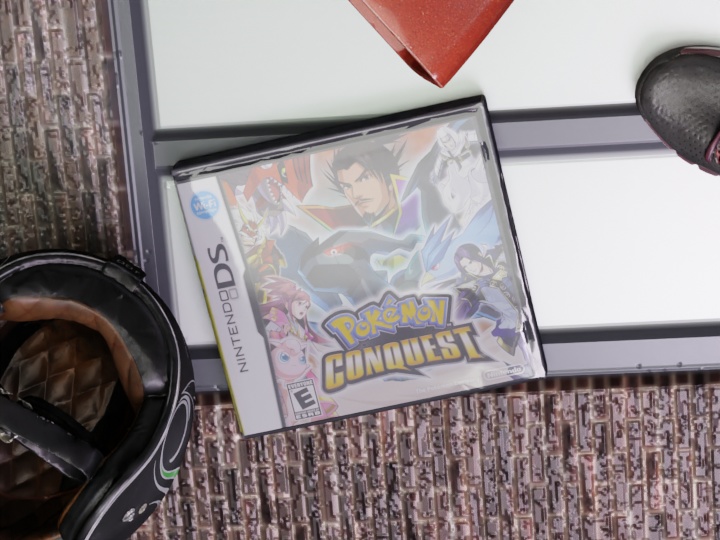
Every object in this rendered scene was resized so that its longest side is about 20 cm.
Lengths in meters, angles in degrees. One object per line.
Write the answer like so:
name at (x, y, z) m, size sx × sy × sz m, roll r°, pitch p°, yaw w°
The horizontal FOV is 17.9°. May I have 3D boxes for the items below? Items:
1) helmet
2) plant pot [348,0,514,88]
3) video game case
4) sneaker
helmet at (-0.194, 0.088, 1.376) m, size 0.199 × 0.191 × 0.201 m, roll 4°, pitch 71°, yaw -13°
plant pot at (0.034, -0.238, 1.269) m, size 0.176 × 0.200 × 0.200 m, roll -42°, pitch 98°, yaw 3°
video game case at (0.000, 0.000, 1.417) m, size 0.199 × 0.026 × 0.181 m, roll -12°, pitch 104°, yaw 9°
sneaker at (0.254, -0.062, 1.328) m, size 0.200 × 0.116 × 0.076 m, roll 28°, pitch 107°, yaw -3°
